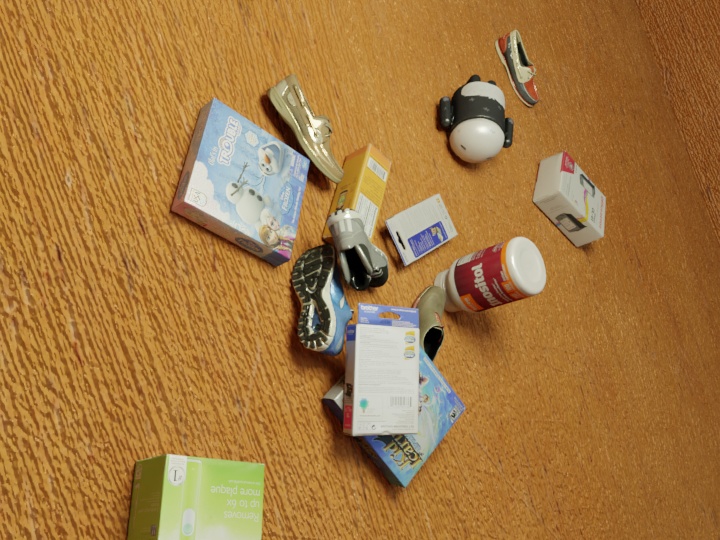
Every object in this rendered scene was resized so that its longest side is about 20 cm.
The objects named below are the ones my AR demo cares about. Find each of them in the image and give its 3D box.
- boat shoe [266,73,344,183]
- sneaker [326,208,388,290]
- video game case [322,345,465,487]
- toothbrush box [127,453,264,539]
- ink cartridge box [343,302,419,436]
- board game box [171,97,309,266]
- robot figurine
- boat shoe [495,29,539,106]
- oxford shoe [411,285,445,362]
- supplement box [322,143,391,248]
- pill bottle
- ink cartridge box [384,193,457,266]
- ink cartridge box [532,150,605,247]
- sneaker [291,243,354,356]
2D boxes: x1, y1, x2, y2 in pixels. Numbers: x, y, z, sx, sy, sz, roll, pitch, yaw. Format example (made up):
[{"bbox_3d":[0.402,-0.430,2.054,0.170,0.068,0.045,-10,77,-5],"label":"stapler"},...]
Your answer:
[{"bbox_3d":[-0.081,-0.242,1.238,0.200,0.064,0.071,55,7,-12],"label":"boat shoe"},{"bbox_3d":[0.000,0.000,1.183,0.200,0.075,0.116,55,19,-49],"label":"sneaker"},{"bbox_3d":[0.061,0.221,1.187,0.181,0.045,0.200,-45,107,-26],"label":"video game case"},{"bbox_3d":[-0.203,0.337,0.882,0.145,0.086,0.201,20,62,-38],"label":"toothbrush box"},{"bbox_3d":[0.035,0.156,1.129,0.119,0.042,0.201,6,82,-28],"label":"ink cartridge box"},{"bbox_3d":[-0.180,-0.137,1.131,0.199,0.043,0.201,29,54,-33],"label":"board game box"},{"bbox_3d":[0.258,-0.334,1.594,0.125,0.150,0.201,57,34,-56],"label":"robot figurine"},{"bbox_3d":[0.424,-0.528,1.881,0.071,0.062,0.201,-36,101,-48],"label":"boat shoe"},{"bbox_3d":[0.132,0.105,1.318,0.070,0.075,0.201,41,49,-26],"label":"oxford shoe"},{"bbox_3d":[-0.004,-0.128,1.286,0.069,0.066,0.201,39,50,-31],"label":"supplement box"},{"bbox_3d":[0.242,0.016,1.373,0.113,0.200,0.114,19,61,-39],"label":"pill bottle"},{"bbox_3d":[0.113,-0.079,1.405,0.200,0.037,0.095,-30,96,-49],"label":"ink cartridge box"},{"bbox_3d":[0.537,-0.182,1.835,0.200,0.085,0.148,37,50,-27],"label":"ink cartridge box"},{"bbox_3d":[-0.059,0.049,1.164,0.089,0.078,0.201,47,35,-53],"label":"sneaker"}]
